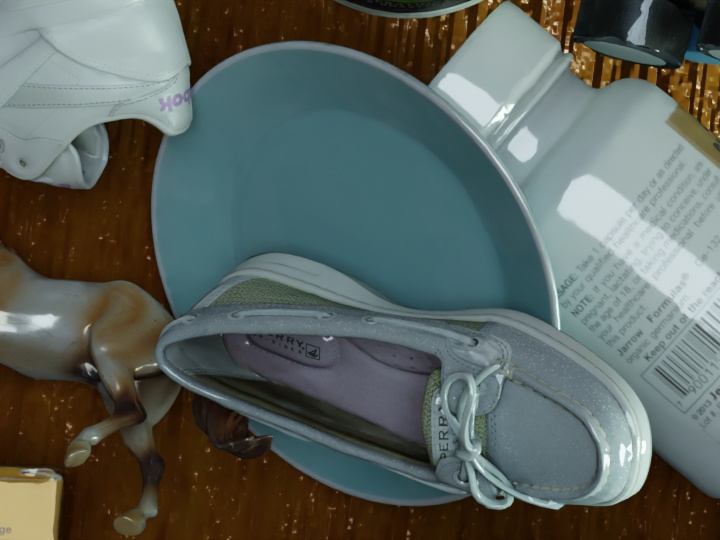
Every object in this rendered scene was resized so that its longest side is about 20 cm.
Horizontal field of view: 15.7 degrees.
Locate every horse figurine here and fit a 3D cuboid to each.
[{"bbox_3d":[-0.128,0.034,1.068,0.199,0.133,0.050,18,130,0],"label":"horse figurine"}]

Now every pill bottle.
[{"bbox_3d":[0.107,-0.012,1.061,0.200,0.114,0.114,40,87,1],"label":"pill bottle"}]

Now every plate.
[{"bbox_3d":[0.000,0.000,1.050,0.200,0.200,0.026,54,44,2],"label":"plate"}]

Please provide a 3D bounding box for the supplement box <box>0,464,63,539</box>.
[{"bbox_3d":[-0.156,0.180,1.072,0.066,0.069,0.201,2,89,-2],"label":"supplement box"}]

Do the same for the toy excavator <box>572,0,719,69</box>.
[{"bbox_3d":[0.218,-0.112,1.082,0.194,0.200,0.100,12,87,43],"label":"toy excavator"}]

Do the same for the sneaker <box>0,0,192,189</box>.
[{"bbox_3d":[-0.160,-0.070,1.061,0.199,0.075,0.100,-12,106,24],"label":"sneaker"}]

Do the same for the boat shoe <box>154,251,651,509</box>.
[{"bbox_3d":[0.016,0.048,1.001,0.201,0.065,0.075,21,124,28],"label":"boat shoe"}]

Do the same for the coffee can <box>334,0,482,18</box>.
[{"bbox_3d":[0.022,-0.186,1.025,0.146,0.200,0.147,0,87,-1],"label":"coffee can"}]
